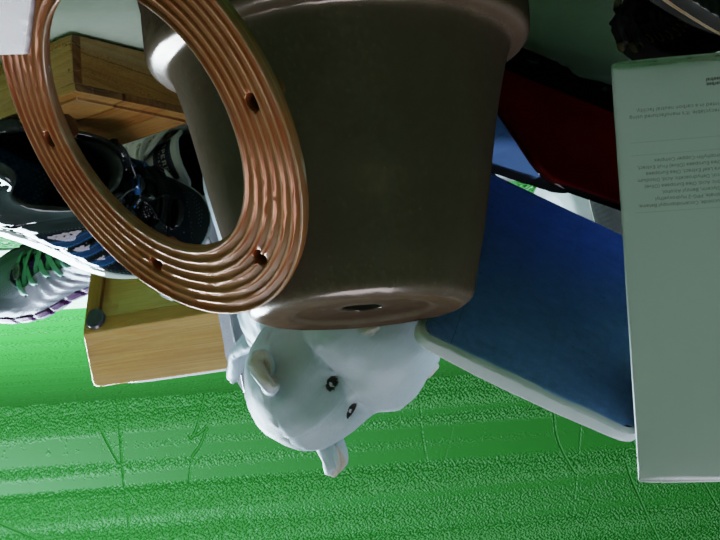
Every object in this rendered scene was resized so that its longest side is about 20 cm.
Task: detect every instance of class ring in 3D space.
[{"bbox_3d":[-0.095,-0.071,0.686,0.019,0.202,0.200,-38,-168,-36],"label":"ring"}]

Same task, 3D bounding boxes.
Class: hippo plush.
[{"bbox_3d":[-0.035,0.015,0.863,0.199,0.161,0.160,-27,121,14],"label":"hippo plush"}]

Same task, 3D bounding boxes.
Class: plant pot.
[{"bbox_3d":[-0.008,-0.065,0.752,0.198,0.177,0.200,-4,170,-1],"label":"plant pot"}]

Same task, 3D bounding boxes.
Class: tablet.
[{"bbox_3d":[0.107,0.014,0.855,0.129,0.014,0.200,25,-147,1],"label":"tablet"}]

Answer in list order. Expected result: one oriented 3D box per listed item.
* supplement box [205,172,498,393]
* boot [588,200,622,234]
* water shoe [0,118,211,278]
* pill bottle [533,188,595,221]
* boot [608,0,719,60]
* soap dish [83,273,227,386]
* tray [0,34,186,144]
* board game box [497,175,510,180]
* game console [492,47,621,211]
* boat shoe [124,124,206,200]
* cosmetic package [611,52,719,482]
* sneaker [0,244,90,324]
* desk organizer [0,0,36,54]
[{"bbox_3d":[0.000,0.000,1.021,0.198,0.110,0.061,-14,-152,-12],"label":"supplement box"},{"bbox_3d":[0.253,-0.061,1.096,0.143,0.073,0.200,-19,-178,-10],"label":"boot"},{"bbox_3d":[-0.154,-0.040,0.884,0.078,0.072,0.199,-12,165,43],"label":"water shoe"},{"bbox_3d":[0.250,-0.031,1.264,0.198,0.114,0.112,-2,170,-19],"label":"pill bottle"},{"bbox_3d":[0.156,-0.134,0.752,0.199,0.078,0.138,5,171,-42],"label":"boot"},{"bbox_3d":[-0.114,-0.004,1.133,0.198,0.159,0.081,-9,148,19],"label":"soap dish"},{"bbox_3d":[-0.200,-0.090,0.910,0.199,0.037,0.098,-12,168,39],"label":"tray"},{"bbox_3d":[0.144,-0.100,1.066,0.198,0.026,0.200,-1,170,-22],"label":"board game box"},{"bbox_3d":[0.118,-0.056,0.904,0.199,0.120,0.172,15,154,-36],"label":"game console"},{"bbox_3d":[-0.123,-0.071,0.998,0.198,0.074,0.065,-16,166,0],"label":"boat shoe"},{"bbox_3d":[0.175,-0.004,0.746,0.084,0.202,0.108,-2,-176,15],"label":"cosmetic package"},{"bbox_3d":[-0.253,-0.014,1.273,0.198,0.075,0.088,-16,155,6],"label":"sneaker"},{"bbox_3d":[-0.158,-0.139,0.547,0.076,0.073,0.200,-5,171,-16],"label":"desk organizer"}]
